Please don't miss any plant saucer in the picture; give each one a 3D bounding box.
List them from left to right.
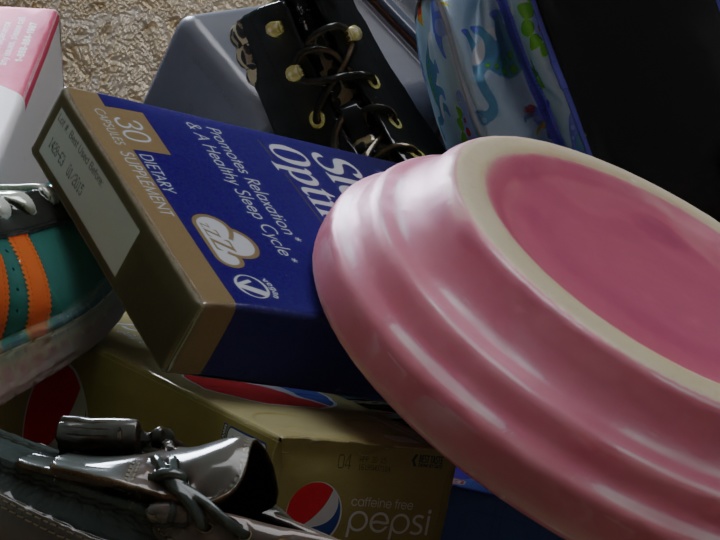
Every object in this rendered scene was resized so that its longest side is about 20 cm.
[{"bbox_3d":[0.083,0.020,0.713,0.200,0.051,0.201,24,24,-11],"label":"plant saucer"}]

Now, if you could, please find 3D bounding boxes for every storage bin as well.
[{"bbox_3d":[-0.045,-0.042,1.177,0.134,0.200,0.146,-9,48,-43],"label":"storage bin"}]

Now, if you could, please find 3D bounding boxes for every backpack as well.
[{"bbox_3d":[0.109,-0.082,1.070,0.146,0.184,0.200,-22,-6,3],"label":"backpack"}]

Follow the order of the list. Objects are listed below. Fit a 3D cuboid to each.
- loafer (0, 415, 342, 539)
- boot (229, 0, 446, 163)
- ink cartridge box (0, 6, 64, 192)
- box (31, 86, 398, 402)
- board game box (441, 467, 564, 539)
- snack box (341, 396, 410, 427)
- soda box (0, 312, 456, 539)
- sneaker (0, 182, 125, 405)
[{"bbox_3d":[-0.020,0.070,0.560,0.199,0.063,0.072,24,6,8],"label":"loafer"},{"bbox_3d":[0.003,-0.054,0.997,0.073,0.154,0.204,-29,5,-8],"label":"boot"},{"bbox_3d":[-0.221,-0.039,0.871,0.199,0.083,0.147,3,34,3],"label":"ink cartridge box"},{"bbox_3d":[0.000,0.000,0.764,0.199,0.032,0.121,12,28,-39],"label":"box"},{"bbox_3d":[0.124,0.102,0.783,0.199,0.045,0.152,13,6,8],"label":"board game box"},{"bbox_3d":[0.003,0.042,0.918,0.116,0.037,0.200,8,-9,-31],"label":"snack box"},{"bbox_3d":[-0.056,0.060,0.740,0.068,0.064,0.200,7,8,-35],"label":"soda box"},{"bbox_3d":[-0.136,0.001,0.706,0.071,0.080,0.200,-1,23,32],"label":"sneaker"}]
